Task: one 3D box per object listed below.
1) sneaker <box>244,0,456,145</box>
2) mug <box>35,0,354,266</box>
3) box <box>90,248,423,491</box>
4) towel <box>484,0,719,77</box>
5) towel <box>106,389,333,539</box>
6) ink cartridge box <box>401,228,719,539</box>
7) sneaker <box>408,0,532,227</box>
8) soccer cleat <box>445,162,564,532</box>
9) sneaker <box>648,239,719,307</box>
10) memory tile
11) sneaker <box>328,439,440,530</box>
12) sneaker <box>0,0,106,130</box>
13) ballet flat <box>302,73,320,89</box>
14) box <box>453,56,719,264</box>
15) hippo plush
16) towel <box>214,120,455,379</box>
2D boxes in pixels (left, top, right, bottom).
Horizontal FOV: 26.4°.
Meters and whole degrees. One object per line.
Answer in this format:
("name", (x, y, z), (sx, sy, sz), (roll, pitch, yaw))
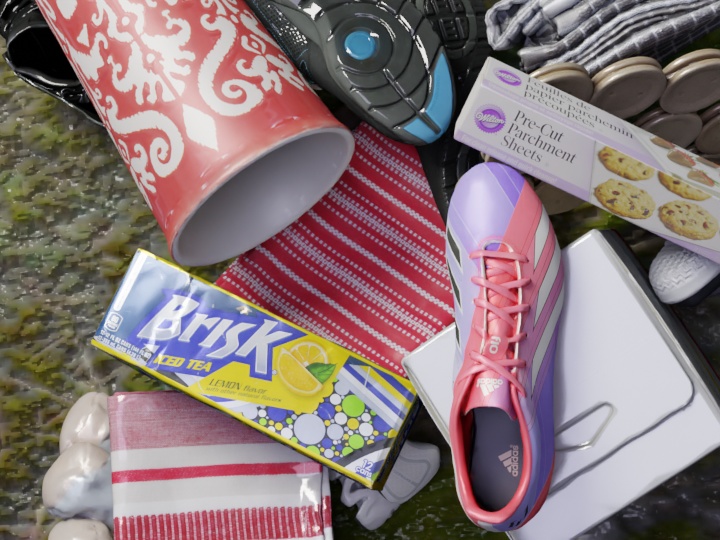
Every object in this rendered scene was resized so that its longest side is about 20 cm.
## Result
("sneaker", (-0.014, -0.151, 0.986), (0.073, 0.082, 0.200), (-36, 73, -20))
("mug", (-0.114, -0.114, 0.978), (0.133, 0.178, 0.201), (-30, 74, -15))
("box", (-0.062, 0.062, 0.955), (0.198, 0.064, 0.071), (26, 83, 10))
("towel", (0.182, -0.173, 0.962), (0.199, 0.166, 0.086), (-31, 91, 12))
("towel", (-0.085, 0.174, 0.980), (0.142, 0.023, 0.202), (-2, 75, -14))
("ink cartridge box", (0.136, 0.070, 0.959), (0.145, 0.200, 0.145), (-35, 84, 11))
("sneaker", (0.063, -0.101, 1.030), (0.075, 0.091, 0.202), (-13, 89, -18))
("soccer cleat", (0.076, 0.041, 0.833), (0.066, 0.076, 0.203), (-1, 89, 14))
("sneaker", (0.268, -0.001, 0.951), (0.075, 0.199, 0.115), (-26, 94, 55))
("memory tile", (0.165, -0.085, 0.950), (0.198, 0.154, 0.017), (-8, 61, -20))
("sneaker", (-0.019, 0.077, 1.066), (0.081, 0.075, 0.201), (-33, 89, 0))
("sneaker", (-0.223, -0.168, 1.081), (0.200, 0.104, 0.060), (42, 100, 8))
("ballet flat", (0.003, -0.219, 1.038), (0.069, 0.069, 0.202), (25, 111, 11))
("box", (0.150, -0.055, 0.855), (0.198, 0.039, 0.042), (26, 124, -4))
("hippo plush", (-0.113, 0.173, 1.038), (0.159, 0.159, 0.202), (-10, 89, 13))
("towel", (0.000, 0.000, 1.029), (0.144, 0.023, 0.200), (36, 70, 11))
